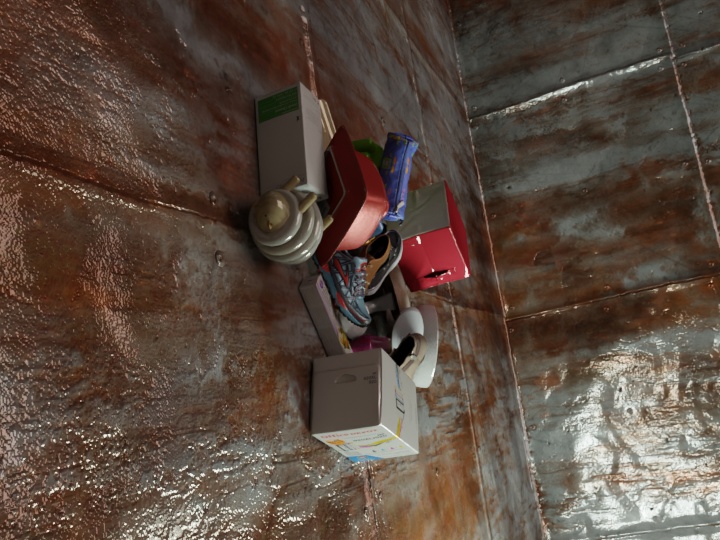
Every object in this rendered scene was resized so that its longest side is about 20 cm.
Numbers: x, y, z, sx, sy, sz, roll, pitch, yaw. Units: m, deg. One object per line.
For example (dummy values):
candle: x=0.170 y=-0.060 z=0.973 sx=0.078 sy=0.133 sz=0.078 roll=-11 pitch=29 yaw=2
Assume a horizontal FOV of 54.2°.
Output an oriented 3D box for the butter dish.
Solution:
butter dish: x=-0.011 y=-0.132 z=1.342 sx=0.145 sy=0.201 sz=0.203 roll=9 pitch=45 yaw=-32

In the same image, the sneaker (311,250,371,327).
sneaker: x=-0.022 y=0.013 z=1.389 sx=0.203 sy=0.094 sz=0.079 roll=61 pitch=12 yaw=6

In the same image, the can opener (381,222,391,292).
can opener: x=0.068 y=-0.021 z=1.799 sx=0.052 sy=0.066 sz=0.204 roll=-28 pitch=110 yaw=-24

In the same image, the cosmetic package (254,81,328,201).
cosmetic package: x=-0.127 y=-0.225 z=1.296 sx=0.085 sy=0.105 sz=0.205 roll=30 pitch=50 yaw=-61

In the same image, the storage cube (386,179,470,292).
storage cube: x=0.169 y=-0.087 z=1.775 sx=0.203 sy=0.167 sz=0.181 roll=-89 pitch=157 yaw=-43

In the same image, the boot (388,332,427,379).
boot: x=0.079 y=0.225 z=1.525 sx=0.203 sy=0.069 sz=0.146 roll=-60 pitch=157 yaw=-6

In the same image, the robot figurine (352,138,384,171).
robot figurine: x=0.028 y=-0.225 z=1.698 sx=0.201 sy=0.113 sz=0.179 roll=55 pitch=36 yaw=-48

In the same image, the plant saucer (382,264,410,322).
plant saucer: x=0.084 y=0.046 z=1.696 sx=0.200 sy=0.036 sz=0.206 roll=164 pitch=-89 yaw=-84

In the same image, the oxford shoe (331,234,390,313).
oxford shoe: x=0.000 y=0.000 z=1.475 sx=0.202 sy=0.070 sz=0.072 roll=-57 pitch=176 yaw=-25

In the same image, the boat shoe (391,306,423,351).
boat shoe: x=0.105 y=0.168 z=1.631 sx=0.068 sy=0.070 sz=0.205 roll=-84 pitch=178 yaw=-65

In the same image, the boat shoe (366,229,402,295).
boat shoe: x=0.045 y=-0.034 z=1.587 sx=0.201 sy=0.069 sz=0.067 roll=-54 pitch=161 yaw=-38

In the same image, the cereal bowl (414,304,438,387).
cereal bowl: x=0.134 y=0.186 z=1.749 sx=0.200 sy=0.081 sz=0.206 roll=-175 pitch=-90 yaw=-84

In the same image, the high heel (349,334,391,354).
high heel: x=0.021 y=0.182 z=1.576 sx=0.200 sy=0.093 sz=0.069 roll=75 pitch=17 yaw=-81

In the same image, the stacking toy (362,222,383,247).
stacking toy: x=0.000 y=-0.094 z=1.600 sx=0.200 sy=0.108 sz=0.118 roll=47 pitch=19 yaw=-74

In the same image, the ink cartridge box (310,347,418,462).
ink cartridge box: x=0.011 y=0.259 z=1.333 sx=0.200 sy=0.144 sz=0.148 roll=48 pitch=35 yaw=-52

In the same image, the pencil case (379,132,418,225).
pencil case: x=0.079 y=-0.211 z=1.603 sx=0.076 sy=0.086 sz=0.206 roll=11 pitch=92 yaw=-29

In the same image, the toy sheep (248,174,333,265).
toy sheep: x=-0.121 y=-0.075 z=1.196 sx=0.200 sy=0.134 sz=0.141 roll=51 pitch=32 yaw=-60

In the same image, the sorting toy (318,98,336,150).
sorting toy: x=-0.095 y=-0.257 z=1.513 sx=0.189 sy=0.036 sz=0.200 roll=71 pitch=26 yaw=-19

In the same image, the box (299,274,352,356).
box: x=-0.063 y=0.106 z=1.374 sx=0.039 sy=0.040 sz=0.204 roll=-67 pitch=139 yaw=-59

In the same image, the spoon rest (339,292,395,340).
spoon rest: x=0.007 y=0.093 z=1.568 sx=0.198 sy=0.060 sz=0.102 roll=-15 pitch=92 yaw=-57
